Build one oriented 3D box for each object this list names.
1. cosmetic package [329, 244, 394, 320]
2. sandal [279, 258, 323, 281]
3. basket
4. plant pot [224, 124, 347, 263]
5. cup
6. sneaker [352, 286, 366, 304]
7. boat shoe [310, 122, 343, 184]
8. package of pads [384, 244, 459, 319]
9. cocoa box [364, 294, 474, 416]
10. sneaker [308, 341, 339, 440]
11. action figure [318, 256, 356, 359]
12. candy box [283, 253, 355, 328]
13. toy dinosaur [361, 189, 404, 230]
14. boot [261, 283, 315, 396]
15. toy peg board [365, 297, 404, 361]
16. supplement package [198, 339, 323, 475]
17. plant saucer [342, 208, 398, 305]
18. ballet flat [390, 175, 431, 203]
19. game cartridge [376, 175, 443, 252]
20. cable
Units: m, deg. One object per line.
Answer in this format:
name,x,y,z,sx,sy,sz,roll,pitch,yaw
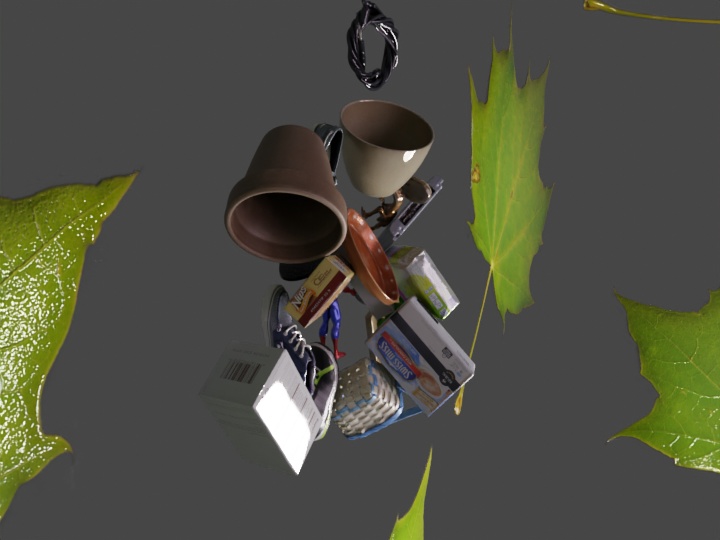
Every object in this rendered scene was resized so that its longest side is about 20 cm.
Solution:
cosmetic package,0.000,0.000,1.440,0.201,0.050,0.083,55,14,-28
sandal,-0.088,-0.035,1.335,0.201,0.074,0.049,-56,157,-44
basket,0.025,0.276,1.480,0.200,0.174,0.141,46,25,-39
plant pot,-0.119,-0.138,1.164,0.201,0.196,0.178,55,28,-51
cup,0.041,-0.239,1.453,0.201,0.197,0.145,-48,159,-49
sneaker,0.001,-0.026,1.527,0.082,0.072,0.203,-75,157,-54
boat shoe,-0.075,-0.183,1.341,0.073,0.061,0.205,25,72,-61
package of pads,0.123,0.018,1.560,0.068,0.200,0.156,-39,105,-11
cocoa box,0.124,0.172,1.451,0.131,0.201,0.133,-42,175,9
sneaker,-0.091,0.244,1.370,0.082,0.070,0.205,-10,103,-61
action figure,-0.046,0.066,1.439,0.098,0.064,0.205,-25,118,-52
candy box,-0.067,0.032,1.270,0.116,0.055,0.200,-49,177,6
toy dinosaur,0.053,-0.117,1.588,0.200,0.104,0.062,123,-50,-68
boot,-0.123,0.127,1.267,0.072,0.089,0.205,-22,114,-59
toy peg board,0.106,0.162,1.715,0.200,0.096,0.204,-40,129,-53
supplement package,-0.161,0.231,1.181,0.118,0.115,0.202,-62,145,-37
plant saucer,0.013,-0.024,1.366,0.202,0.032,0.201,56,16,-23
ballet flat,0.102,-0.189,1.555,0.046,0.199,0.068,-33,112,-18
game cartridge,0.106,-0.125,1.625,0.042,0.133,0.200,44,63,-5
cable,0.034,-0.474,1.520,0.199,0.050,0.167,29,68,-61
